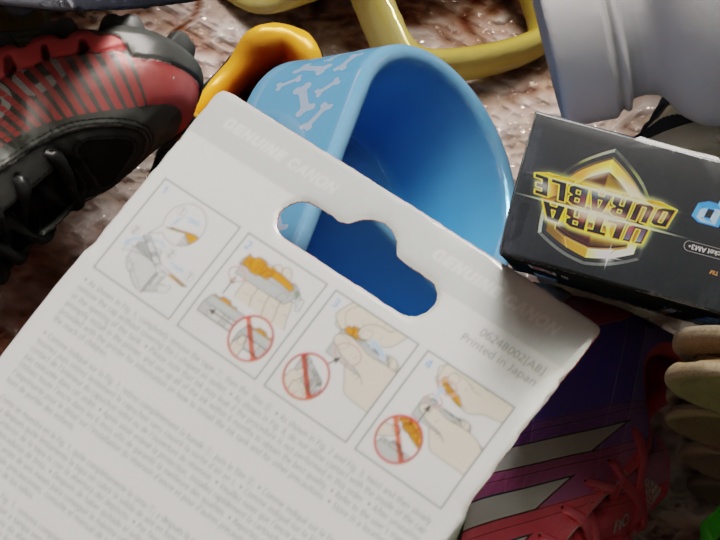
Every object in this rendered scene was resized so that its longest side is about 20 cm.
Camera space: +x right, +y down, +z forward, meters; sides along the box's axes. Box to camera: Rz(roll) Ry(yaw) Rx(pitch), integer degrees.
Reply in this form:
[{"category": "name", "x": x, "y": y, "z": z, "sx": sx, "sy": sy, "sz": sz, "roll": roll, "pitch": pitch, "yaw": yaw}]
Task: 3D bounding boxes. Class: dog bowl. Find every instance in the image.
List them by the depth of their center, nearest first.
[{"category": "dog bowl", "x": 0.000, "y": 0.000, "z": 0.787, "sx": 0.050, "sy": 0.111, "sz": 0.200, "roll": -21, "pitch": 34, "yaw": 37}]

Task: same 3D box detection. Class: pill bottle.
[{"category": "pill bottle", "x": 0.163, "y": -0.117, "z": 0.827, "sx": 0.200, "sy": 0.112, "sz": 0.112, "roll": -14, "pitch": 44, "yaw": 4}]

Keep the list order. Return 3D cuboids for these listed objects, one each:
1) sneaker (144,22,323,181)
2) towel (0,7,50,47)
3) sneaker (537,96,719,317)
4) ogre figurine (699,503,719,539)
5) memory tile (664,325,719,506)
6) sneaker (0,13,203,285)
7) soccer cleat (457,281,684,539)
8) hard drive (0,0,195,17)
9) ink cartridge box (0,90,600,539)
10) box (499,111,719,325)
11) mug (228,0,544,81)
[{"category": "sneaker", "x": -0.056, "y": -0.015, "z": 0.829, "sx": 0.078, "sy": 0.077, "sz": 0.200, "roll": 13, "pitch": 44, "yaw": 3}, {"category": "towel", "x": -0.208, "y": -0.123, "z": 0.965, "sx": 0.146, "sy": 0.022, "sz": 0.200, "roll": -5, "pitch": 45, "yaw": -14}, {"category": "sneaker", "x": 0.136, "y": -0.047, "z": 0.907, "sx": 0.200, "sy": 0.075, "sz": 0.084, "roll": -26, "pitch": 32, "yaw": -25}, {"category": "ogre figurine", "x": 0.123, "y": 0.124, "z": 0.673, "sx": 0.200, "sy": 0.120, "sz": 0.098, "roll": 0, "pitch": 43, "yaw": -7}, {"category": "memory tile", "x": 0.172, "y": 0.061, "z": 0.702, "sx": 0.153, "sy": 0.200, "sz": 0.017, "roll": 11, "pitch": 75, "yaw": 14}, {"category": "sneaker", "x": -0.143, "y": -0.020, "z": 0.800, "sx": 0.200, "sy": 0.071, "sz": 0.098, "roll": -23, "pitch": 57, "yaw": 1}, {"category": "soccer cleat", "x": 0.065, "y": 0.078, "z": 0.754, "sx": 0.073, "sy": 0.068, "sz": 0.200, "roll": 13, "pitch": 39, "yaw": 10}, {"category": "hard drive", "x": -0.136, "y": -0.122, "z": 0.849, "sx": 0.135, "sy": 0.042, "sz": 0.200, "roll": 6, "pitch": 9, "yaw": 9}, {"category": "ink cartridge box", "x": -0.042, "y": 0.064, "z": 0.697, "sx": 0.160, "sy": 0.047, "sz": 0.200, "roll": 33, "pitch": 80, "yaw": 26}, {"category": "box", "x": 0.128, "y": -0.002, "z": 0.731, "sx": 0.159, "sy": 0.046, "sz": 0.200, "roll": 16, "pitch": 0, "yaw": 5}, {"category": "mug", "x": 0.012, "y": -0.180, "z": 1.001, "sx": 0.153, "sy": 0.187, "sz": 0.149, "roll": -13, "pitch": 13, "yaw": -34}]
